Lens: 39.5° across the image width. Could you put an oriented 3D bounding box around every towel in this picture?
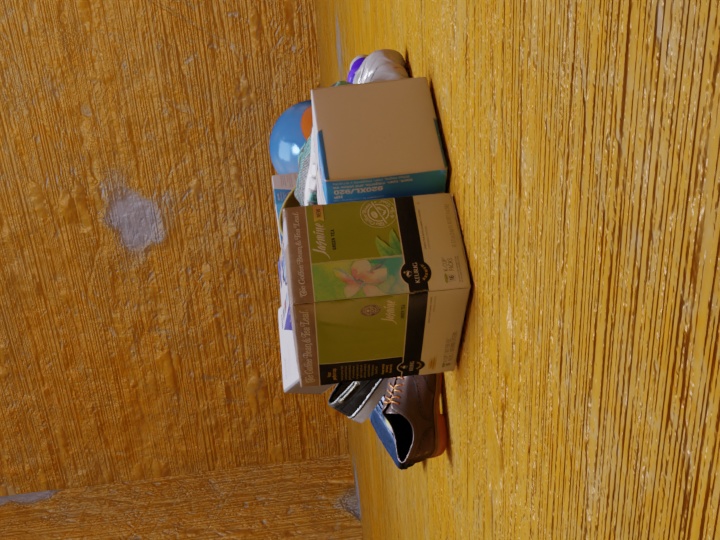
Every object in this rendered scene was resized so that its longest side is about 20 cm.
[{"bbox_3d":[0.036,0.230,1.662,0.201,0.048,0.112,59,161,24],"label":"towel"}]

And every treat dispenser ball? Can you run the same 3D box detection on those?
[{"bbox_3d":[-0.099,-0.270,2.190,0.201,0.199,0.202,174,90,-86],"label":"treat dispenser ball"}]

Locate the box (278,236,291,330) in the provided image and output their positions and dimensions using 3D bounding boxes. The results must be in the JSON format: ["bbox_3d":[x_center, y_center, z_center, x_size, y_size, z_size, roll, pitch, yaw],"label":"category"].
[{"bbox_3d":[-0.103,0.003,1.608,0.201,0.041,0.120,-98,17,-53],"label":"box"}]

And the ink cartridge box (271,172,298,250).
[{"bbox_3d":[-0.054,-0.097,1.858,0.147,0.199,0.147,-105,8,-63],"label":"ink cartridge box"}]

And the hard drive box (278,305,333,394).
[{"bbox_3d":[-0.063,0.102,1.671,0.200,0.076,0.157,-41,49,54],"label":"hard drive box"}]

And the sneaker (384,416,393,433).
[{"bbox_3d":[0.075,0.155,1.485,0.200,0.075,0.106,-100,26,-62],"label":"sneaker"}]

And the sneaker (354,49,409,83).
[{"bbox_3d":[0.008,-0.202,1.391,0.201,0.077,0.100,-61,35,34],"label":"sneaker"}]

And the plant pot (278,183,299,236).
[{"bbox_3d":[0.000,-0.062,1.479,0.142,0.199,0.201,55,-166,-37],"label":"plant pot"}]

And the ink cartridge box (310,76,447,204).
[{"bbox_3d":[0.020,-0.110,1.234,0.200,0.144,0.148,89,172,-56],"label":"ink cartridge box"}]

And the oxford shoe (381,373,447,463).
[{"bbox_3d":[0.065,0.160,1.348,0.071,0.073,0.201,-11,91,51],"label":"oxford shoe"}]

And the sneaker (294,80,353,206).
[{"bbox_3d":[-0.054,-0.166,1.376,0.091,0.077,0.201,41,121,53],"label":"sneaker"}]

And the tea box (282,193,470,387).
[{"bbox_3d":[0.014,0.027,1.166,0.200,0.195,0.134,92,171,-57],"label":"tea box"}]

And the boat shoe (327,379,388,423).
[{"bbox_3d":[0.025,0.121,1.424,0.201,0.063,0.071,-59,17,6],"label":"boat shoe"}]

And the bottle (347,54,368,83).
[{"bbox_3d":[0.017,-0.276,1.556,0.200,0.065,0.084,-102,7,-55],"label":"bottle"}]
